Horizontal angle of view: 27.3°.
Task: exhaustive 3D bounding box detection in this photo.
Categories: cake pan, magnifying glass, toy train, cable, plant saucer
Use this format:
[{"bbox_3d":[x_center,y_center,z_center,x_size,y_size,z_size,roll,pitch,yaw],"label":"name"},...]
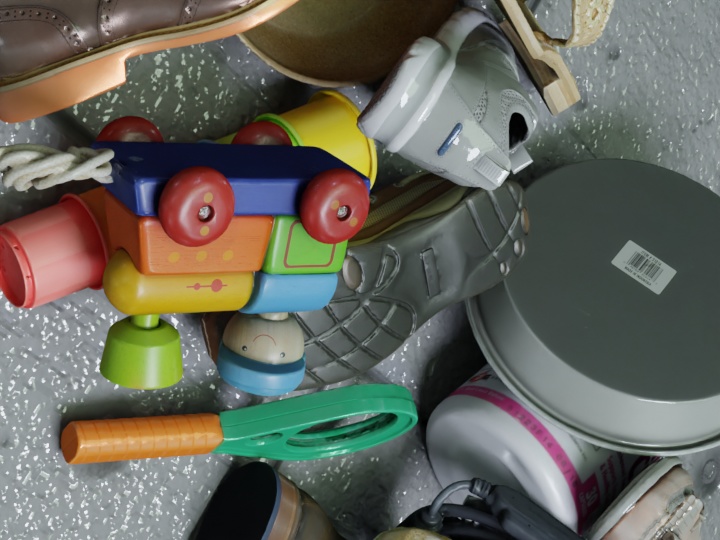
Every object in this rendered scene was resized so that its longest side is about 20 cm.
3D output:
[{"bbox_3d":[0.160,0.012,0.866,0.199,0.200,0.037,-34,156,-30],"label":"cake pan"},{"bbox_3d":[-0.058,0.083,0.774,0.198,0.080,0.023,-3,67,-33],"label":"magnifying glass"},{"bbox_3d":[-0.095,-0.001,0.647,0.198,0.084,0.117,-2,113,-35],"label":"toy train"},{"bbox_3d":[0.096,0.214,0.851,0.164,0.199,0.051,-58,177,39],"label":"cable"},{"bbox_3d":[-0.017,-0.197,0.758,0.198,0.035,0.203,-11,107,-40],"label":"plant saucer"}]

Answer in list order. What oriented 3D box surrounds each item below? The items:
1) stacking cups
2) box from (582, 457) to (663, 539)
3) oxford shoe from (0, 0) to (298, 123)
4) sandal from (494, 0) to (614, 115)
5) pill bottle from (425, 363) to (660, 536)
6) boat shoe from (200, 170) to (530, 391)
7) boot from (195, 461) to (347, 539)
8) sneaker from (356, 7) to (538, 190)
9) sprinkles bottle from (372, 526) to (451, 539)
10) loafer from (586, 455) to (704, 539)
[{"bbox_3d":[-0.082,-0.031,0.721,0.199,0.060,0.061,-26,116,-35],"label":"stacking cups"},{"bbox_3d":[0.152,0.236,1.004,0.192,0.047,0.202,-30,119,-32],"label":"box"},{"bbox_3d":[-0.083,-0.138,0.656,0.198,0.071,0.074,-27,112,-9],"label":"oxford shoe"},{"bbox_3d":[0.107,-0.151,0.801,0.069,0.078,0.212,-32,161,7],"label":"sandal"},{"bbox_3d":[0.144,0.075,0.913,0.199,0.113,0.114,-37,122,-29],"label":"pill bottle"},{"bbox_3d":[0.000,0.000,0.796,0.198,0.074,0.077,-24,122,-29],"label":"boat shoe"},{"bbox_3d":[-0.063,0.213,0.789,0.097,0.074,0.202,37,73,-37],"label":"boot"},{"bbox_3d":[0.055,-0.079,0.771,0.075,0.082,0.200,-50,180,23],"label":"sneaker"},{"bbox_3d":[0.010,0.241,0.823,0.068,0.068,0.202,-7,125,-40],"label":"sprinkles bottle"},{"bbox_3d":[0.179,0.156,0.874,0.072,0.063,0.200,-44,164,1],"label":"loafer"}]
